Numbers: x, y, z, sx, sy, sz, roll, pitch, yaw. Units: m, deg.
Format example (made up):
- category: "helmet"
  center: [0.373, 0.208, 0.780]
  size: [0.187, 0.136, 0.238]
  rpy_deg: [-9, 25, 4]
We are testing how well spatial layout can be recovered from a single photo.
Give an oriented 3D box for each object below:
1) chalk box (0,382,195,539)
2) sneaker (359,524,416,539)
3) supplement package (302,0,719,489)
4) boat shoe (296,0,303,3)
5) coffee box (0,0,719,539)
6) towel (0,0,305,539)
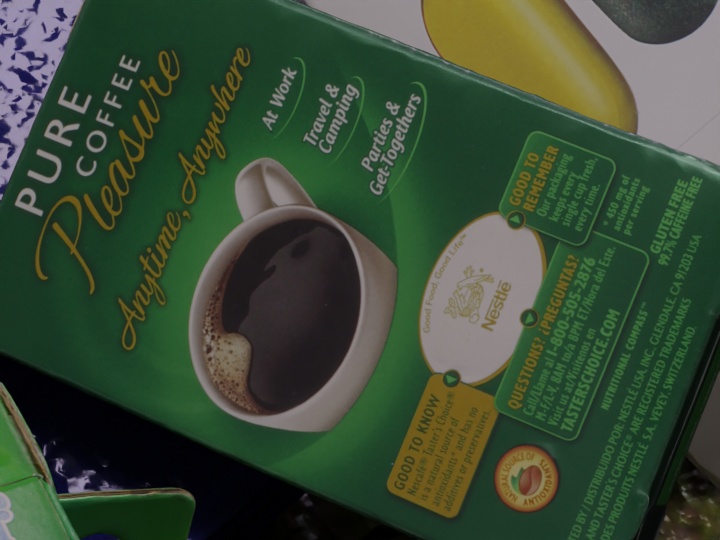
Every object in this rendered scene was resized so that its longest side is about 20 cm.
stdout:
- category: "chalk box"
  center: [-0.140, 0.090, 0.680]
  size: [0.199, 0.125, 0.124]
  rpy_deg: [-14, 51, -27]
- category: "sneaker"
  center: [0.037, 0.103, 0.745]
  size: [0.199, 0.075, 0.085]
  rpy_deg: [-3, 46, -17]
- category: "supplement package"
  center: [0.092, -0.071, 0.837]
  size: [0.152, 0.151, 0.200]
  rpy_deg: [-40, 56, 6]
- category: "boat shoe"
  center: [-0.072, -0.103, 0.925]
  size: [0.060, 0.074, 0.200]
  rpy_deg: [-24, 62, -21]
- category: "coffee box"
  center: [0.000, 0.000, 0.723]
  size: [0.199, 0.044, 0.124]
  rpy_deg: [21, 88, 16]
- category: "towel"
  center: [-0.081, -0.007, 0.804]
  size: [0.148, 0.050, 0.200]
  rpy_deg: [-41, 75, -16]
